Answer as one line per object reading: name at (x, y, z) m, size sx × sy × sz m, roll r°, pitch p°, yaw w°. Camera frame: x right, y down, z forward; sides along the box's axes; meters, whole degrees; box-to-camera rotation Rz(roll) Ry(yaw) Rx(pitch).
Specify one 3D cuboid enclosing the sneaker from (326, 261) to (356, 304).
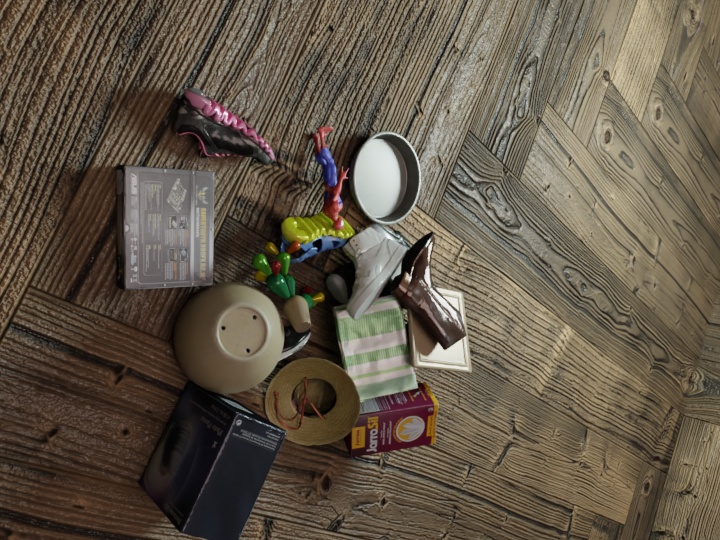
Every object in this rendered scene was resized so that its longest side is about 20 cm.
sneaker at (0.017, 0.056, 1.303) m, size 0.114 × 0.075 × 0.201 m, roll -47°, pitch 119°, yaw -21°

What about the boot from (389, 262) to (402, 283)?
boot at (0.093, 0.026, 1.356) m, size 0.073 × 0.090 × 0.200 m, roll -53°, pitch 122°, yaw -18°

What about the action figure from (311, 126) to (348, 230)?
action figure at (-0.058, -0.180, 1.196) m, size 0.051 × 0.065 × 0.204 m, roll -5°, pitch 86°, yaw -28°

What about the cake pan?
cake pan at (0.052, -0.203, 1.325) m, size 0.198 × 0.036 × 0.204 m, roll -6°, pitch 99°, yaw -38°

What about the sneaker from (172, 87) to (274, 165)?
sneaker at (-0.245, -0.235, 1.070) m, size 0.199 × 0.079 × 0.096 m, roll 31°, pitch 98°, yaw -37°

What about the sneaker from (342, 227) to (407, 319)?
sneaker at (0.000, 0.000, 1.219) m, size 0.115 × 0.074 × 0.201 m, roll 32°, pitch 57°, yaw 9°

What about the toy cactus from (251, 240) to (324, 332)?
toy cactus at (-0.123, 0.039, 1.120) m, size 0.101 × 0.166 × 0.201 m, roll -28°, pitch 143°, yaw 2°

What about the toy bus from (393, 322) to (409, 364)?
toy bus at (0.121, 0.158, 1.344) m, size 0.199 × 0.064 × 0.080 m, roll -27°, pitch 108°, yaw -42°

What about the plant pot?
plant pot at (-0.217, 0.112, 1.041) m, size 0.197 × 0.134 × 0.204 m, roll 4°, pitch 79°, yaw -22°

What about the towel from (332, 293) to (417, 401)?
towel at (0.029, 0.160, 1.236) m, size 0.150 × 0.023 × 0.204 m, roll -11°, pitch 89°, yaw -10°

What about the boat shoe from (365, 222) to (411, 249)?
boat shoe at (0.079, -0.055, 1.353) m, size 0.200 × 0.068 × 0.057 m, roll 42°, pitch 62°, yaw -40°

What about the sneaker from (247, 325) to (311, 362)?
sneaker at (-0.184, 0.134, 1.155) m, size 0.199 × 0.075 × 0.089 m, roll -29°, pitch 107°, yaw -33°

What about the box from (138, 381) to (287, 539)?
box at (-0.258, 0.326, 1.034) m, size 0.123 × 0.199 × 0.201 m, roll 33°, pitch 75°, yaw -37°

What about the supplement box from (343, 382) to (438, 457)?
supplement box at (0.063, 0.325, 1.311) m, size 0.196 × 0.086 × 0.112 m, roll -5°, pitch 115°, yaw -14°

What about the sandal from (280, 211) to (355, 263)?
sandal at (-0.092, -0.065, 1.213) m, size 0.198 × 0.080 × 0.088 m, roll -8°, pitch 138°, yaw -45°

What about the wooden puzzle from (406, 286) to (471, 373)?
wooden puzzle at (0.168, 0.127, 1.318) m, size 0.198 × 0.037 × 0.188 m, roll 14°, pitch 64°, yaw -39°

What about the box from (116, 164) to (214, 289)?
box at (-0.331, -0.073, 1.022) m, size 0.157 × 0.048 × 0.204 m, roll -3°, pitch 98°, yaw -39°

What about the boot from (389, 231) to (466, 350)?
boot at (0.167, 0.045, 1.279) m, size 0.200 × 0.064 × 0.188 m, roll 43°, pitch 61°, yaw -17°

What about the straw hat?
straw hat at (-0.092, 0.252, 1.226) m, size 0.085 × 0.197 × 0.205 m, roll -63°, pitch 146°, yaw -74°
